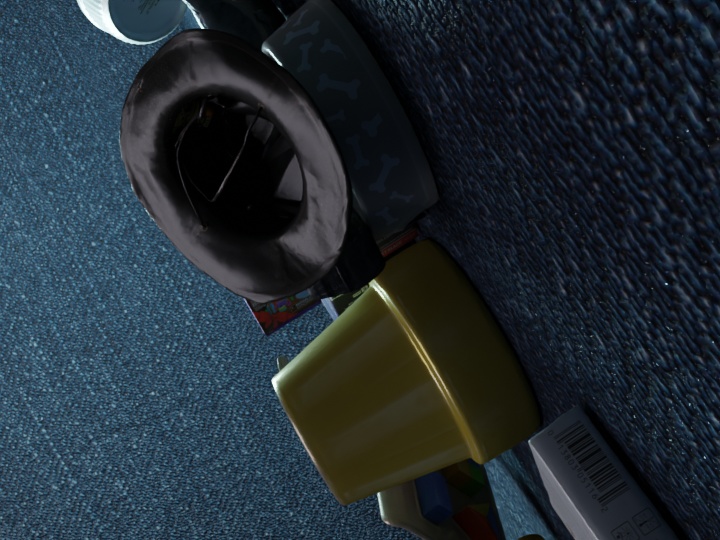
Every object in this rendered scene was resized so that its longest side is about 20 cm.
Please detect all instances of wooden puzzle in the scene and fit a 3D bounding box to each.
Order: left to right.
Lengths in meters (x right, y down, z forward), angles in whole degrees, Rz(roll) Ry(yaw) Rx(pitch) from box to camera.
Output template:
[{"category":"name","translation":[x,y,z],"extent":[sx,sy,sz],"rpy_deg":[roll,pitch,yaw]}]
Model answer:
[{"category":"wooden puzzle","translation":[0.101,0.260,1.137],"extent":[0.199,0.046,0.186],"rpy_deg":[31,-153,-27]}]

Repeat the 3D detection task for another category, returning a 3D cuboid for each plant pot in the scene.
[{"category":"plant pot","translation":[0.030,0.104,0.841],"extent":[0.202,0.187,0.201],"rpy_deg":[59,175,8]}]

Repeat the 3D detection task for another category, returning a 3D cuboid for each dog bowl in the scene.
[{"category":"dog bowl","translation":[-0.012,-0.114,0.743],"extent":[0.202,0.058,0.200],"rpy_deg":[58,175,8]}]

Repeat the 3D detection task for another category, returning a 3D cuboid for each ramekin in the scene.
[{"category":"ramekin","translation":[-0.398,-0.501,1.667],"extent":[0.105,0.199,0.201],"rpy_deg":[44,167,37]}]

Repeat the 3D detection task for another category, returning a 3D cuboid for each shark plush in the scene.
[{"category":"shark plush","translation":[-0.094,-0.179,0.780],"extent":[0.201,0.089,0.084],"rpy_deg":[71,-157,-63]}]

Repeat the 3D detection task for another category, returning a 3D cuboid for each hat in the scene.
[{"category":"hat","translation":[-0.077,-0.081,0.687],"extent":[0.202,0.199,0.081],"rpy_deg":[60,-145,-4]}]

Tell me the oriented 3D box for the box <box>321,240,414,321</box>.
[{"category":"box","translation":[0.000,0.000,1.030],"extent":[0.149,0.104,0.201],"rpy_deg":[56,173,32]}]

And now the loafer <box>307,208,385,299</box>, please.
[{"category":"loafer","translation":[-0.044,-0.038,0.768],"extent":[0.069,0.070,0.201],"rpy_deg":[62,174,-31]}]

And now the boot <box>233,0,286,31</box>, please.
[{"category":"boot","translation":[-0.102,-0.246,0.819],"extent":[0.164,0.066,0.201],"rpy_deg":[32,159,49]}]

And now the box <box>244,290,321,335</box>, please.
[{"category":"box","translation":[-0.107,-0.002,1.560],"extent":[0.138,0.199,0.039],"rpy_deg":[58,177,8]}]

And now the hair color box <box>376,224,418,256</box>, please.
[{"category":"hair color box","translation":[-0.040,-0.082,0.910],"extent":[0.201,0.110,0.064],"rpy_deg":[56,175,45]}]

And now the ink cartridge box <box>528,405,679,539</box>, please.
[{"category":"ink cartridge box","translation":[0.192,0.203,0.658],"extent":[0.161,0.047,0.200],"rpy_deg":[56,179,34]}]

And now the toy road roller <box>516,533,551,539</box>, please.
[{"category":"toy road roller","translation":[0.245,0.431,1.161],"extent":[0.123,0.144,0.202],"rpy_deg":[54,136,51]}]

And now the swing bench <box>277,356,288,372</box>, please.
[{"category":"swing bench","translation":[0.019,0.168,1.265],"extent":[0.130,0.198,0.200],"rpy_deg":[55,174,41]}]
